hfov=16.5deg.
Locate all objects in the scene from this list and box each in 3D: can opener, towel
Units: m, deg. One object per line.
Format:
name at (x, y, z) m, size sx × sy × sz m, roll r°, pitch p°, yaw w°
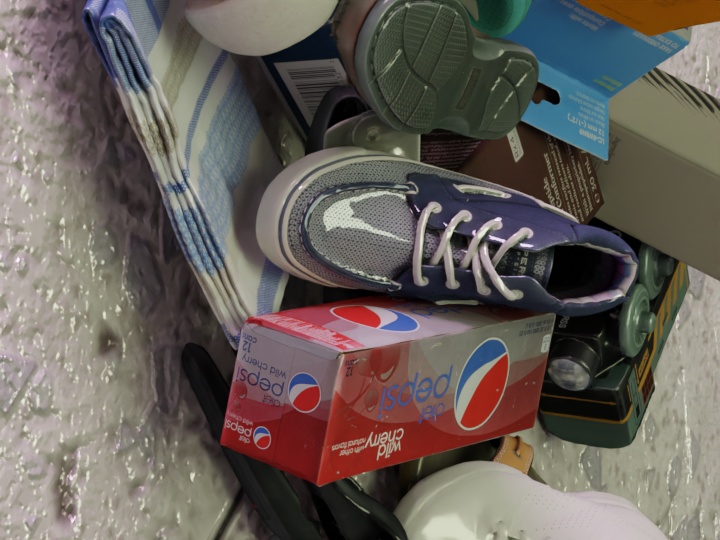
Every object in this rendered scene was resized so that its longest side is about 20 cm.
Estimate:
can opener at (0.000, 0.000, 1.326) m, size 0.053 × 0.067 × 0.201 m, roll -8°, pitch 120°, yaw -17°
towel at (-0.076, -0.074, 1.223) m, size 0.147 × 0.024 × 0.201 m, roll -77°, pitch 149°, yaw -57°
can opener at (-0.036, 0.108, 1.290) m, size 0.063 × 0.079 × 0.200 m, roll -42°, pitch 124°, yaw -12°

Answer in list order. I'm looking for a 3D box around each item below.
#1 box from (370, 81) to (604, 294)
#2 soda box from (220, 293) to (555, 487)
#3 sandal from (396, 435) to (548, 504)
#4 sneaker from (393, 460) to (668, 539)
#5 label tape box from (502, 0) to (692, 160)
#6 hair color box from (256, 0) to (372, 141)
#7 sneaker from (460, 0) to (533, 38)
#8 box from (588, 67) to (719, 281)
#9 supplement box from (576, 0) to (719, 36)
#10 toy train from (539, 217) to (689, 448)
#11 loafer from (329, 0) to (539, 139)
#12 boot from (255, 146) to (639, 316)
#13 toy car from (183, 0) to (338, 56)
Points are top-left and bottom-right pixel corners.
box at (0.062, -0.035, 1.433) m, size 0.200 × 0.075 × 0.101 m, roll -47°, pitch 126°, yaw -47°
soda box at (0.018, 0.053, 1.253) m, size 0.200 × 0.063 × 0.070 m, roll -8°, pitch 113°, yaw -54°
sandal at (0.083, 0.133, 1.469) m, size 0.200 × 0.054 × 0.082 m, roll 40°, pitch 55°, yaw -50°
sneaker at (0.108, 0.158, 1.401) m, size 0.199 × 0.088 × 0.076 m, roll 6°, pitch 106°, yaw -35°
label tape box at (0.129, -0.181, 1.423) m, size 0.143 × 0.066 × 0.201 m, roll 21°, pitch 68°, yaw -44°
hair color box at (0.013, -0.168, 1.371) m, size 0.100 × 0.060 × 0.200 m, roll 60°, pitch 41°, yaw -39°
sneaker at (0.058, -0.173, 1.261) m, size 0.200 × 0.077 × 0.080 m, roll 82°, pitch 8°, yaw -63°
box at (0.197, -0.061, 1.526) m, size 0.068 × 0.199 × 0.082 m, roll -56°, pitch 172°, yaw -44°
supplement box at (0.193, -0.240, 1.360) m, size 0.073 × 0.126 × 0.201 m, roll 17°, pitch 74°, yaw -43°
toy train at (0.163, 0.018, 1.589) m, size 0.200 × 0.085 × 0.114 m, roll -63°, pitch 151°, yaw -42°
loafer at (0.026, -0.109, 1.264) m, size 0.072 × 0.063 × 0.200 m, roll -63°, pitch 155°, yaw 5°
boot at (0.048, -0.017, 1.249) m, size 0.199 × 0.090 × 0.073 m, roll 2°, pitch 102°, yaw -42°
toy car at (-0.034, -0.217, 1.185) m, size 0.175 × 0.149 × 0.200 m, roll 60°, pitch 27°, yaw -19°
